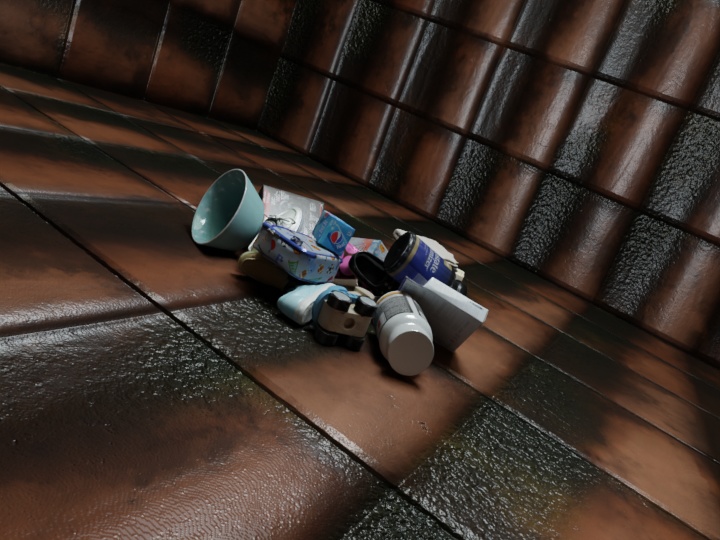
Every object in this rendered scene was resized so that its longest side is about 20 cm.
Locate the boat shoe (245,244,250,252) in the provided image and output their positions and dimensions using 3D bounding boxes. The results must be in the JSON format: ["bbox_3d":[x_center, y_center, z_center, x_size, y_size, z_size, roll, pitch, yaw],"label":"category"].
[{"bbox_3d":[-0.185,-0.048,1.424,0.194,0.072,0.071,2,40,-20],"label":"boat shoe"}]

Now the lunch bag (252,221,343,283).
[{"bbox_3d":[-0.138,-0.042,1.273,0.159,0.077,0.199,35,8,26],"label":"lunch bag"}]

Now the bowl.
[{"bbox_3d":[-0.307,-0.130,1.405,0.104,0.203,0.200,34,4,-40],"label":"bowl"}]

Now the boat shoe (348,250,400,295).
[{"bbox_3d":[0.057,0.026,1.415,0.199,0.075,0.063,37,-15,-5],"label":"boat shoe"}]

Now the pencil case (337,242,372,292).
[{"bbox_3d":[0.000,0.000,1.478,0.198,0.094,0.091,36,33,-5],"label":"pencil case"}]

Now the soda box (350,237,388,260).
[{"bbox_3d":[-0.010,-0.045,1.598,0.197,0.064,0.069,8,-34,47],"label":"soda box"}]

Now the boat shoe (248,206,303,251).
[{"bbox_3d":[-0.202,-0.099,1.364,0.073,0.087,0.203,20,53,24],"label":"boat shoe"}]

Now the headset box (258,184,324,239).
[{"bbox_3d":[-0.195,-0.122,1.508,0.195,0.077,0.153,13,57,-24],"label":"headset box"}]

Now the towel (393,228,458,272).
[{"bbox_3d":[0.172,-0.056,1.524,0.129,0.035,0.200,17,17,-24],"label":"towel"}]

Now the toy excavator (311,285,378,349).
[{"bbox_3d":[-0.028,0.075,1.239,0.190,0.102,0.200,14,18,-29],"label":"toy excavator"}]

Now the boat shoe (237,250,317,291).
[{"bbox_3d":[-0.180,0.013,1.305,0.195,0.073,0.077,16,27,-29],"label":"boat shoe"}]

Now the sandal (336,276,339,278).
[{"bbox_3d":[-0.112,-0.007,1.501,0.198,0.051,0.082,14,17,-30],"label":"sandal"}]

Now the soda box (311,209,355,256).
[{"bbox_3d":[-0.067,-0.091,1.360,0.063,0.069,0.200,29,4,-13],"label":"soda box"}]

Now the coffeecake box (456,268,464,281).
[{"bbox_3d":[0.158,0.039,1.549,0.195,0.157,0.073,24,14,7],"label":"coffeecake box"}]

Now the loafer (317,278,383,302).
[{"bbox_3d":[-0.024,0.048,1.402,0.195,0.073,0.073,24,14,4],"label":"loafer"}]

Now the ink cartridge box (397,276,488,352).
[{"bbox_3d":[0.169,0.093,1.333,0.196,0.041,0.201,30,-29,2],"label":"ink cartridge box"}]

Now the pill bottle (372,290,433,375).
[{"bbox_3d":[0.088,0.129,1.207,0.113,0.119,0.201,20,15,-11],"label":"pill bottle"}]

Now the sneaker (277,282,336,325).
[{"bbox_3d":[-0.113,0.054,1.244,0.080,0.076,0.199,28,14,13],"label":"sneaker"}]

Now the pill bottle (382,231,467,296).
[{"bbox_3d":[0.156,0.011,1.376,0.198,0.113,0.112,38,10,-16],"label":"pill bottle"}]
